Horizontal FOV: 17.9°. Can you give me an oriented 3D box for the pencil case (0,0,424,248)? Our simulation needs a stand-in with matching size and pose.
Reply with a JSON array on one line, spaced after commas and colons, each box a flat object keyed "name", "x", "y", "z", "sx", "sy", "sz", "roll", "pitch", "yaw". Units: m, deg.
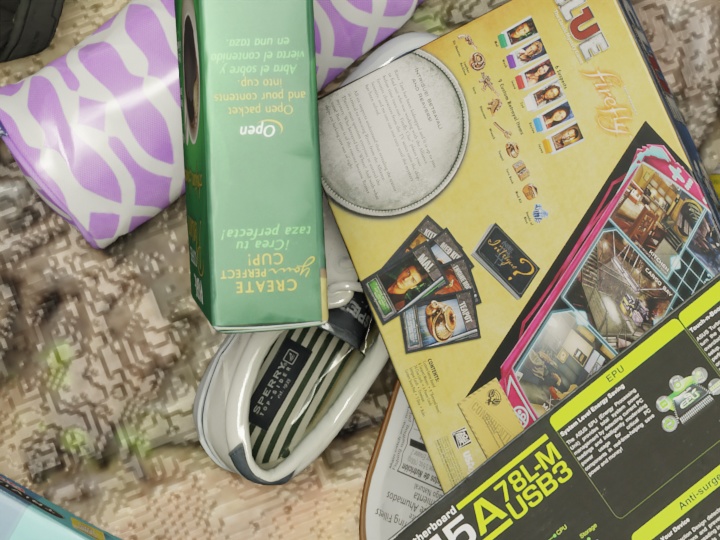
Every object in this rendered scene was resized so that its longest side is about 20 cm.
[{"name": "pencil case", "x": -0.061, "y": -0.094, "z": 0.938, "sx": 0.200, "sy": 0.084, "sz": 0.086, "roll": -35, "pitch": 47, "yaw": -1}]

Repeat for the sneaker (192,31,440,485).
[{"name": "sneaker", "x": 0.000, "y": 0.000, "z": 0.932, "sx": 0.073, "sy": 0.071, "sz": 0.201, "roll": 23, "pitch": 95, "yaw": -24}]

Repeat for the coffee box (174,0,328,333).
[{"name": "coffee box", "x": -0.043, "y": -0.082, "z": 0.836, "sx": 0.044, "sy": 0.123, "sz": 0.201, "roll": -3, "pitch": 94, "yaw": -9}]

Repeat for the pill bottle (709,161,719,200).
[{"name": "pill bottle", "x": 0.158, "y": 0.034, "z": 0.921, "sx": 0.111, "sy": 0.111, "sz": 0.200, "roll": 35, "pitch": 89, "yaw": 0}]

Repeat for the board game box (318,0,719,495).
[{"name": "board game box", "x": 0.072, "y": 0.002, "z": 0.852, "sx": 0.135, "sy": 0.035, "sz": 0.201, "roll": -25, "pitch": 75, "yaw": 15}]

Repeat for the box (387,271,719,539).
[{"name": "box", "x": 0.134, "y": 0.111, "z": 0.759, "sx": 0.200, "sy": 0.047, "sz": 0.193, "roll": -40, "pitch": 61, "yaw": 10}]

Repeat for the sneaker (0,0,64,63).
[{"name": "sneaker", "x": -0.168, "y": -0.121, "z": 0.897, "sx": 0.104, "sy": 0.200, "sz": 0.060, "roll": -15, "pitch": 65, "yaw": -25}]

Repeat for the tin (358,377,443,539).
[{"name": "tin", "x": 0.056, "y": 0.050, "z": 0.920, "sx": 0.042, "sy": 0.112, "sz": 0.201, "roll": 18, "pitch": 89, "yaw": -26}]

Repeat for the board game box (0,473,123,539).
[{"name": "board game box", "x": -0.212, "y": 0.166, "z": 0.949, "sx": 0.151, "sy": 0.047, "sz": 0.201, "roll": 29, "pitch": 90, "yaw": -1}]
